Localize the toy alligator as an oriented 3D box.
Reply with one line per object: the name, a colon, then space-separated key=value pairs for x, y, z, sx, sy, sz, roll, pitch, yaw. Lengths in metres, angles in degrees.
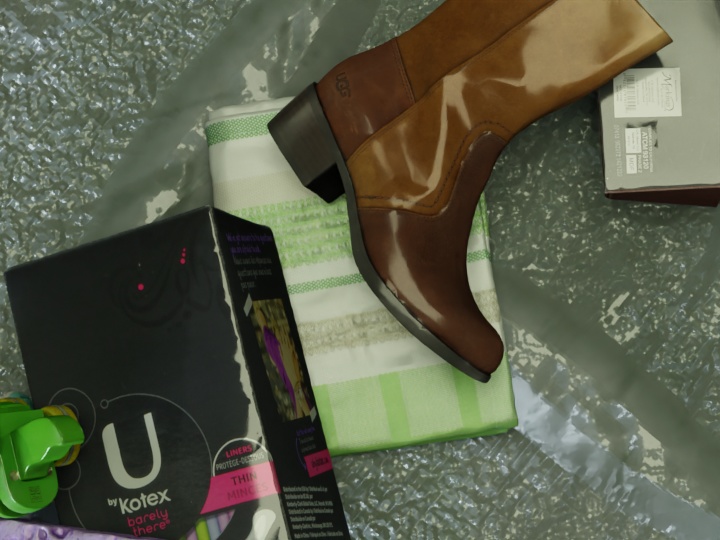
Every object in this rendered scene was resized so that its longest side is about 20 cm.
toy alligator: x=-0.200 y=0.092 z=1.185 sx=0.059 sy=0.200 sz=0.054 roll=-2 pitch=94 yaw=-42

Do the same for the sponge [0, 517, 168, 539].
sponge: x=-0.191 y=0.176 z=1.171 sx=0.200 sy=0.030 sz=0.112 roll=6 pitch=87 yaw=17

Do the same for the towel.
towel: x=0.000 y=0.000 z=1.287 sx=0.149 sy=0.031 sz=0.200 roll=-9 pitch=82 yaw=2

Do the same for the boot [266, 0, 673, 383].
boot: x=0.079 y=-0.065 z=1.234 sx=0.200 sy=0.068 sz=0.188 roll=-36 pitch=70 yaw=8

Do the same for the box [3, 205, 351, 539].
box: x=-0.092 y=0.081 z=1.220 sx=0.122 sy=0.106 sz=0.200 roll=-17 pitch=80 yaw=14

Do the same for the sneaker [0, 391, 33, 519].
sneaker: x=-0.233 y=0.156 z=1.250 sx=0.091 sy=0.078 sz=0.200 roll=11 pitch=77 yaw=20

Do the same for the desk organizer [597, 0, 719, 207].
desk organizer: x=0.159 y=-0.135 z=1.277 sx=0.072 sy=0.077 sz=0.201 roll=-3 pitch=81 yaw=2
